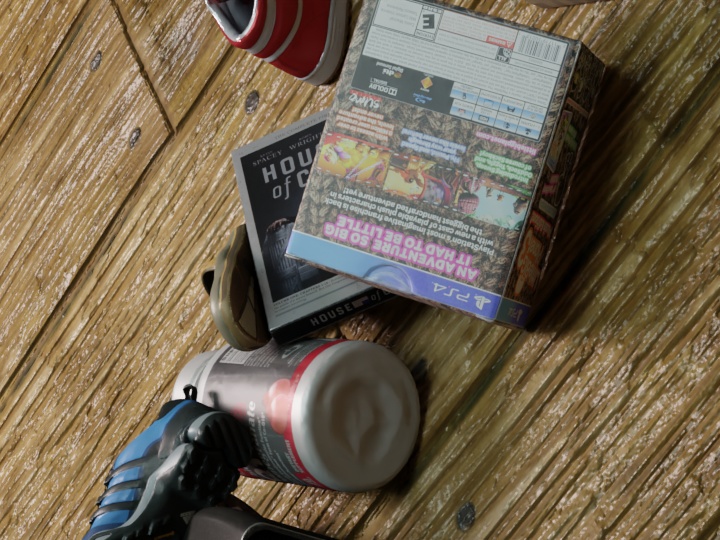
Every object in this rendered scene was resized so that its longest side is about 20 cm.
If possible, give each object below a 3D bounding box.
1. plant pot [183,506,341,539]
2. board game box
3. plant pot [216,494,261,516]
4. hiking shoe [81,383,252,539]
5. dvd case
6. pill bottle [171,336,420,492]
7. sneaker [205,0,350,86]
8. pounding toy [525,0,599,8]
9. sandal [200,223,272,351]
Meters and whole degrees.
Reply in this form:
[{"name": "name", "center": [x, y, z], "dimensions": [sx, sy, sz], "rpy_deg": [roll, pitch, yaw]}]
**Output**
[{"name": "plant pot", "center": [-0.051, 0.268, 1.648], "dimensions": [0.177, 0.199, 0.201], "rpy_deg": [23, 95, 66]}, {"name": "board game box", "center": [0.061, -0.077, 1.643], "dimensions": [0.159, 0.097, 0.201], "rpy_deg": [18, 90, 17]}, {"name": "plant pot", "center": [-0.144, 0.269, 1.788], "dimensions": [0.200, 0.187, 0.187], "rpy_deg": [-47, 41, 8]}, {"name": "hiking shoe", "center": [-0.161, 0.181, 1.725], "dimensions": [0.200, 0.074, 0.087], "rpy_deg": [-49, 34, -8]}, {"name": "dvd case", "center": [-0.014, -0.048, 1.778], "dimensions": [0.150, 0.025, 0.201], "rpy_deg": [-24, 46, 9]}, {"name": "pill bottle", "center": [-0.055, 0.104, 1.773], "dimensions": [0.200, 0.110, 0.111], "rpy_deg": [1, 77, 53]}, {"name": "sneaker", "center": [-0.066, -0.259, 1.933], "dimensions": [0.071, 0.112, 0.201], "rpy_deg": [-24, 58, 46]}, {"name": "pounding toy", "center": [0.093, -0.305, 1.665], "dimensions": [0.142, 0.199, 0.185], "rpy_deg": [-1, 75, 53]}, {"name": "sandal", "center": [-0.093, 0.019, 1.795], "dimensions": [0.054, 0.081, 0.200], "rpy_deg": [-30, 10, 14]}]
